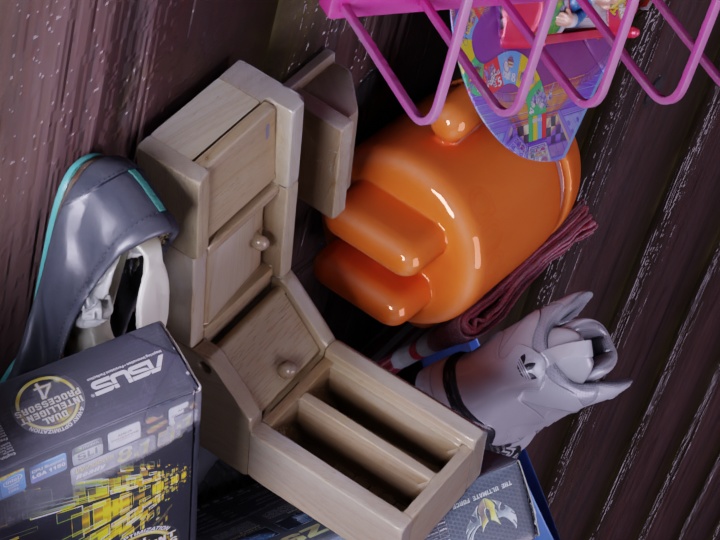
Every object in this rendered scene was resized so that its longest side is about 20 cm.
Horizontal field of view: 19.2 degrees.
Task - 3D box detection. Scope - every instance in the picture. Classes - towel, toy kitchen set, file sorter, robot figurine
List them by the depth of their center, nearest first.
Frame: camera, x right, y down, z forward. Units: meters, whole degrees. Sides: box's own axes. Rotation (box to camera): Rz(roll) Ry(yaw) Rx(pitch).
[{"bbox_3d":[0.105,-0.158,1.057,0.199,0.126,0.139,-8,136,-25],"label":"file sorter"},{"bbox_3d":[0.000,0.000,1.094,0.163,0.180,0.200,-45,155,-34],"label":"toy kitchen set"},{"bbox_3d":[0.054,-0.044,1.261,0.200,0.116,0.144,-38,114,-42],"label":"robot figurine"},{"bbox_3d":[0.055,0.030,1.377,0.144,0.023,0.200,-41,-175,-36],"label":"towel"}]

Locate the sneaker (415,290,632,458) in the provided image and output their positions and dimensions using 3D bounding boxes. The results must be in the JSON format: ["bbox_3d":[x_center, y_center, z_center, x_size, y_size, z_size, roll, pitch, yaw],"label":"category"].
[{"bbox_3d":[0.113,0.069,1.329,0.115,0.075,0.200,-26,171,15],"label":"sneaker"}]

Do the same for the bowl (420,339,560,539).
[{"bbox_3d":[0.090,0.121,1.515,0.039,0.201,0.201,-24,160,5],"label":"bowl"}]

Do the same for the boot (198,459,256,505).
[{"bbox_3d":[-0.080,0.177,1.324,0.200,0.070,0.132,-37,159,-19],"label":"boot"}]

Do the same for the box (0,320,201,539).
[{"bbox_3d":[-0.170,0.117,0.966,0.199,0.049,0.161,-22,147,-21],"label":"box"}]

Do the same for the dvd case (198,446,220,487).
[{"bbox_3d":[-0.098,0.114,1.285,0.200,0.018,0.143,-53,160,-11],"label":"dvd case"}]

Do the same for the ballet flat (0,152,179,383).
[{"bbox_3d":[-0.131,0.040,1.011,0.073,0.073,0.200,-29,147,-53],"label":"ballet flat"}]

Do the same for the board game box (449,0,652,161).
[{"bbox_3d":[0.123,-0.163,1.209,0.158,0.039,0.200,51,56,-41],"label":"board game box"}]

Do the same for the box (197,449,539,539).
[{"bbox_3d":[-0.023,0.150,1.184,0.199,0.051,0.158,-21,-170,-22],"label":"box"}]
